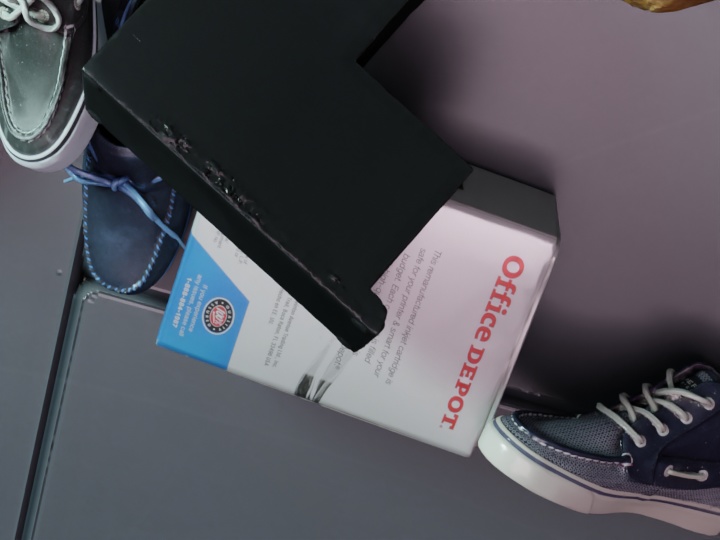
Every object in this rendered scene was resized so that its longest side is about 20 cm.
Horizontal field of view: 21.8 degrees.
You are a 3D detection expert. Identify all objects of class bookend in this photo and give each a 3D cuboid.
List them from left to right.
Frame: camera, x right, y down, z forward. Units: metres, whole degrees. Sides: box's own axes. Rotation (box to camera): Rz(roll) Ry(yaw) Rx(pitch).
[{"bbox_3d":[-0.008,-0.100,0.981,0.198,0.092,0.200,41,80,0],"label":"bookend"}]

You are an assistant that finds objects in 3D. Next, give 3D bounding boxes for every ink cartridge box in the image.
[{"bbox_3d":[0.000,0.000,1.083,0.199,0.084,0.147,20,111,-2],"label":"ink cartridge box"}]

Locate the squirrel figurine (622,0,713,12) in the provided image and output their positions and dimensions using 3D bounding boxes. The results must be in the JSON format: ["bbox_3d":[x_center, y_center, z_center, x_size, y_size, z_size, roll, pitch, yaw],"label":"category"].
[{"bbox_3d":[0.188,-0.236,0.953,0.198,0.142,0.188,-10,103,6],"label":"squirrel figurine"}]

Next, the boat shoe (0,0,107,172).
[{"bbox_3d":[-0.174,-0.156,1.012,0.073,0.068,0.201,11,91,21],"label":"boat shoe"}]

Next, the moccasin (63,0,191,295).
[{"bbox_3d":[-0.135,-0.079,1.071,0.080,0.068,0.202,10,109,9],"label":"moccasin"}]

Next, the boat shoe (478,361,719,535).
[{"bbox_3d":[0.161,0.090,1.082,0.199,0.075,0.093,15,111,-40],"label":"boat shoe"}]
